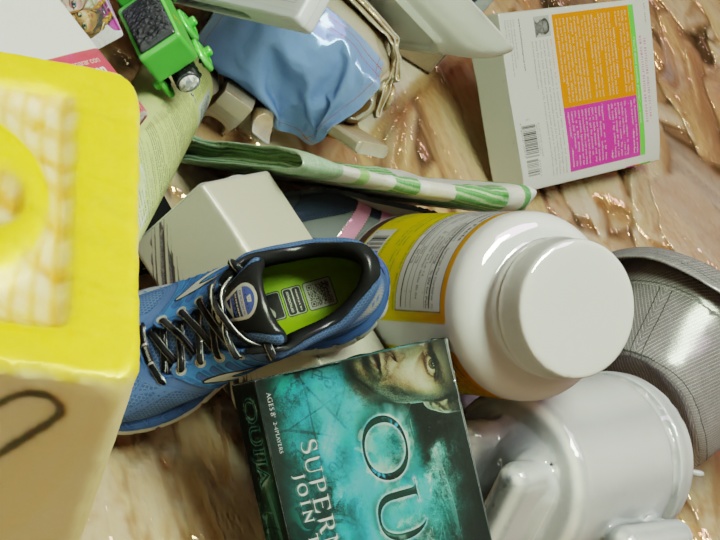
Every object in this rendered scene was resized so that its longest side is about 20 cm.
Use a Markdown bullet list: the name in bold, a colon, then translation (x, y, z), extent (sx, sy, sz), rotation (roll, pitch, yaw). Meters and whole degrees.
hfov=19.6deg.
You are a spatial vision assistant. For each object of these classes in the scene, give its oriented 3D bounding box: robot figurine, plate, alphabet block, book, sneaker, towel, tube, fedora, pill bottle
- **robot figurine**: translation (0.130, 0.123, 1.295), extent (0.199, 0.113, 0.170), rotation (-5, 41, -46)
- **plate**: translation (-0.018, -0.209, 1.438), extent (0.199, 0.032, 0.199), rotation (18, -17, 49)
- **alphabet block**: translation (-0.212, 0.030, 0.944), extent (0.194, 0.201, 0.197), rotation (8, 45, -17)
- **book**: translation (0.163, -0.137, 1.615), extent (0.199, 0.048, 0.135), rotation (-13, 95, -51)
- **sneaker**: translation (-0.077, 0.025, 1.131), extent (0.199, 0.089, 0.079), rotation (-23, 78, -10)
- **towel**: translation (-0.003, -0.063, 1.354), extent (0.199, 0.152, 0.024), rotation (9, 91, -39)
- **tube**: translation (-0.130, -0.079, 1.257), extent (0.058, 0.052, 0.200), rotation (40, 23, -14)
- **fedora**: translation (0.209, 0.075, 1.406), extent (0.176, 0.200, 0.091), rotation (23, 63, 23)
- **pill bottle**: translation (0.073, 0.020, 1.235), extent (0.109, 0.200, 0.110), rotation (-1, 91, -28)
- **sneaker**: translation (0.000, 0.000, 1.334), extent (0.199, 0.070, 0.082), rotation (5, 51, -38)

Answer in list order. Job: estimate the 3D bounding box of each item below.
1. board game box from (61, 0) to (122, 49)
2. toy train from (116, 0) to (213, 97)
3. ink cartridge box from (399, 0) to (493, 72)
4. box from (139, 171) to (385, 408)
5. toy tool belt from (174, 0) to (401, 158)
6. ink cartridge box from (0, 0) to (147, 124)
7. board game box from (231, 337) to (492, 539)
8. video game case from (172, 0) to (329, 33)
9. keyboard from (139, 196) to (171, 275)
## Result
- **board game box**: translation (-0.216, -0.247, 1.258), extent (0.201, 0.041, 0.200), rotation (64, -1, -30)
- **toy train**: translation (-0.142, -0.184, 1.287), extent (0.056, 0.042, 0.200), rotation (50, 9, -50)
- **ink cartridge box**: translation (0.045, -0.268, 1.544), extent (0.164, 0.200, 0.075), rotation (30, 37, -16)
- **box**: translation (-0.042, 0.043, 1.226), extent (0.201, 0.068, 0.082), rotation (57, 27, 10)
- **toy tool belt**: translation (-0.066, -0.150, 1.381), extent (0.199, 0.125, 0.123), rotation (28, 29, -19)
- **ink cartridge box**: translation (-0.233, -0.110, 1.152), extent (0.200, 0.145, 0.083), rotation (51, 37, 11)
- **board game box**: translation (0.012, 0.146, 1.136), extent (0.135, 0.028, 0.201), rotation (-11, 88, -36)
- **video game case**: translation (-0.055, -0.252, 1.322), extent (0.181, 0.201, 0.022), rotation (18, -15, 39)
- **keyboard**: translation (-0.180, -0.078, 1.278), extent (0.201, 0.040, 0.104), rotation (59, 22, 14)
